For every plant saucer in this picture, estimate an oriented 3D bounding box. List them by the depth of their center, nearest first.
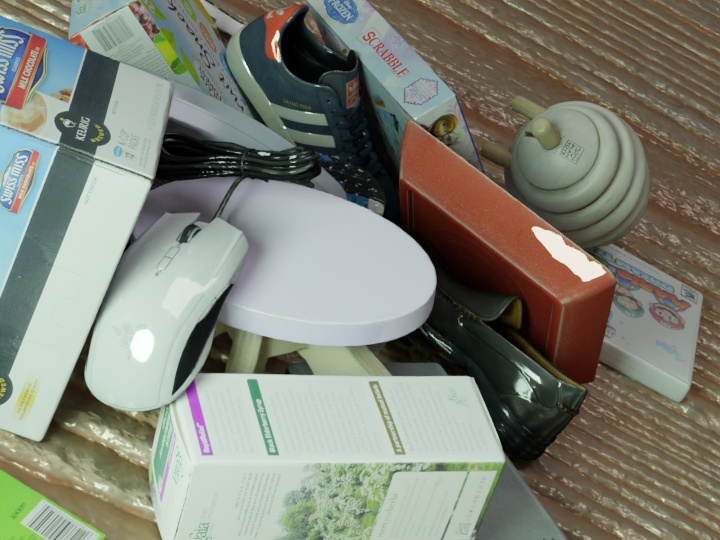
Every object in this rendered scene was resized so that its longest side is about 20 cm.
[{"bbox_3d":[0.100,0.000,1.305,0.199,0.200,0.037,39,71,18],"label":"plant saucer"}]

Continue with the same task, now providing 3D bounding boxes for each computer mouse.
[{"bbox_3d":[-0.105,-0.007,1.017,0.109,0.044,0.200,13,57,14],"label":"computer mouse"}]

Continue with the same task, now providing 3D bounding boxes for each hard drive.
[{"bbox_3d":[0.045,0.139,1.144,0.139,0.033,0.200,3,37,-38],"label":"hard drive"}]

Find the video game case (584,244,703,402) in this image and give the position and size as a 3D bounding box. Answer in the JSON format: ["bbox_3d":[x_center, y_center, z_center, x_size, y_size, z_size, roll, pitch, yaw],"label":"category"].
[{"bbox_3d":[0.205,0.019,1.489,0.200,0.024,0.182,29,29,0],"label":"video game case"}]

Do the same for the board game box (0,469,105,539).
[{"bbox_3d":[-0.245,0.122,0.922,0.200,0.030,0.096,33,28,3],"label":"board game box"}]

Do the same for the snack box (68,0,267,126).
[{"bbox_3d":[-0.143,-0.153,1.314,0.200,0.068,0.169,55,14,-31],"label":"snack box"}]

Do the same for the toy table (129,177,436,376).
[{"bbox_3d":[-0.056,0.028,1.106,0.200,0.117,0.184,25,44,18],"label":"toy table"}]

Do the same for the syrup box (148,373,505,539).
[{"bbox_3d":[-0.022,0.116,1.031,0.199,0.079,0.082,2,38,-19],"label":"syrup box"}]

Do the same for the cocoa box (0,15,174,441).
[{"bbox_3d":[-0.211,-0.027,1.012,0.131,0.200,0.134,21,30,-12],"label":"cocoa box"}]

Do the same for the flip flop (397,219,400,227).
[{"bbox_3d":[-0.030,-0.090,1.426,0.081,0.058,0.200,-9,63,-40],"label":"flip flop"}]

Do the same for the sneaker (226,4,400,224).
[{"bbox_3d":[-0.019,-0.120,1.337,0.200,0.084,0.075,52,38,-11],"label":"sneaker"}]

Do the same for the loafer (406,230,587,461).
[{"bbox_3d":[0.093,0.042,1.262,0.200,0.072,0.073,53,22,17],"label":"loafer"}]

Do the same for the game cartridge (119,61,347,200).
[{"bbox_3d":[-0.114,-0.065,1.159,0.200,0.133,0.041,29,56,-24],"label":"game cartridge"}]

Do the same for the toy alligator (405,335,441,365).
[{"bbox_3d":[0.000,0.000,1.306,0.200,0.054,0.059,41,31,22],"label":"toy alligator"}]

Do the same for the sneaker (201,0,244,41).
[{"bbox_3d":[-0.107,-0.169,1.492,0.199,0.076,0.088,21,44,-6],"label":"sneaker"}]

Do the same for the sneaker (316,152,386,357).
[{"bbox_3d":[-0.017,-0.012,1.245,0.075,0.087,0.200,11,33,-25],"label":"sneaker"}]

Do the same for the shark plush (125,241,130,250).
[{"bbox_3d":[-0.181,-0.069,1.254,0.083,0.091,0.200,44,6,-45],"label":"shark plush"}]

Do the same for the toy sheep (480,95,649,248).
[{"bbox_3d":[0.184,-0.086,1.479,0.138,0.138,0.200,47,10,31],"label":"toy sheep"}]

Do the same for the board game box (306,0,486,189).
[{"bbox_3d":[0.043,-0.115,1.399,0.041,0.200,0.200,-31,46,-6],"label":"board game box"}]
